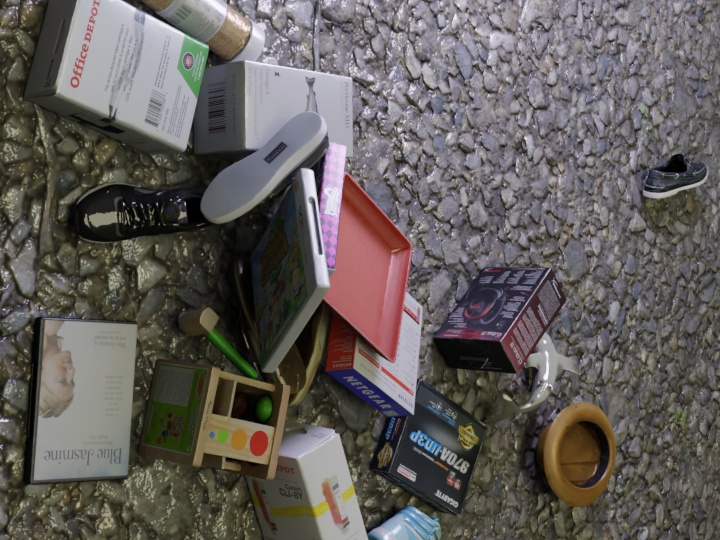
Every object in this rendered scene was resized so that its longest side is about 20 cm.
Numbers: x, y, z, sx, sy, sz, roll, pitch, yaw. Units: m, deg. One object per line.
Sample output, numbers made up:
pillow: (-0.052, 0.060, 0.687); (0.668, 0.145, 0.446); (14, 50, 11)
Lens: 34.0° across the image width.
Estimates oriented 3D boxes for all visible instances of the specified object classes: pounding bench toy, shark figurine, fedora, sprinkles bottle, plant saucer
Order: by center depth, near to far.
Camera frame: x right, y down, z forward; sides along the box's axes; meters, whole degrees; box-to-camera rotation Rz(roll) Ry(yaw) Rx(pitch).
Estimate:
sprinkles bottle: (-0.216, -0.342, 1.551); (0.199, 0.068, 0.069); (32, 69, -40)
pounding bench toy: (-0.178, 0.162, 1.557); (0.155, 0.123, 0.203); (19, 77, -43)
plant saucer: (0.000, 0.000, 1.648); (0.200, 0.036, 0.202); (44, 46, -44)
shark figurine: (0.302, 0.205, 2.074); (0.127, 0.090, 0.216); (33, 54, -4)
fedora: (0.382, 0.332, 2.147); (0.198, 0.081, 0.204); (0, 90, -39)

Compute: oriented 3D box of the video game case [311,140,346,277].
video game case: (-0.072, -0.044, 1.588); (0.035, 0.182, 0.202); (16, 55, -16)

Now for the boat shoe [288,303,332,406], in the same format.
boat shoe: (-0.069, 0.106, 1.699); (0.066, 0.073, 0.203); (34, 67, -44)

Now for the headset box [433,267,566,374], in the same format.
headset box: (0.225, 0.086, 1.940); (0.200, 0.147, 0.076); (-51, 123, -33)

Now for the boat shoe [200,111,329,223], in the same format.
boat shoe: (-0.118, -0.122, 1.521); (0.200, 0.070, 0.066); (-45, 147, -12)

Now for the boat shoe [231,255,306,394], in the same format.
boat shoe: (-0.141, 0.082, 1.635); (0.073, 0.064, 0.203); (-13, 81, -50)

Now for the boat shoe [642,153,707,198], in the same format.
boat shoe: (0.647, -0.204, 2.408); (0.197, 0.074, 0.067); (-19, 116, -33)

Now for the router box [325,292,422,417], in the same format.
router box: (0.024, 0.099, 1.753); (0.200, 0.048, 0.182); (43, 47, -51)

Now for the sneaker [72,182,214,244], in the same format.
sneaker: (-0.265, -0.078, 1.492); (0.198, 0.087, 0.077); (-11, 98, -44)

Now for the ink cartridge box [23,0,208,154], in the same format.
ink cartridge box: (-0.300, -0.247, 1.459); (0.199, 0.082, 0.149); (23, 75, -43)

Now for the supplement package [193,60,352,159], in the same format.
supplement package: (-0.118, -0.213, 1.617); (0.198, 0.116, 0.119); (-1, 90, -45)

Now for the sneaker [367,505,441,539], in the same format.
sneaker: (0.094, 0.466, 1.865); (0.130, 0.079, 0.202); (-36, 116, -37)

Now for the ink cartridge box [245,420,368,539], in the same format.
ink cartridge box: (-0.079, 0.324, 1.645); (0.083, 0.144, 0.203); (-26, 108, -39)

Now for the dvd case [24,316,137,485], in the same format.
dvd case: (-0.346, 0.162, 1.465); (0.141, 0.017, 0.204); (6, 87, -45)

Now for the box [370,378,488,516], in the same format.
box: (0.114, 0.286, 1.904); (0.199, 0.046, 0.161); (38, 65, -39)

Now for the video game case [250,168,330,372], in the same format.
video game case: (-0.095, 0.002, 1.512); (0.022, 0.201, 0.184); (8, 52, -23)
